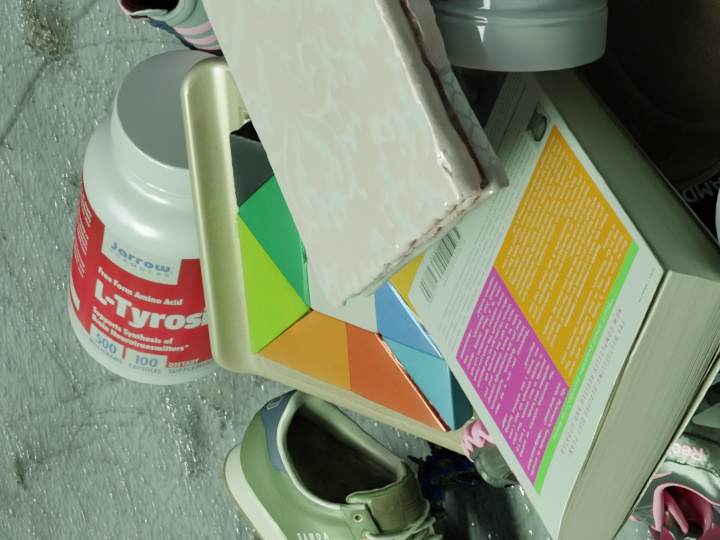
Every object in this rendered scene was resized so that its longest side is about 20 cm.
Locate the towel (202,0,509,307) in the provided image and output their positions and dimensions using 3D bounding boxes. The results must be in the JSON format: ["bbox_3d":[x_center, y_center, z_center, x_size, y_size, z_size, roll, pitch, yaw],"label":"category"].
[{"bbox_3d":[-0.010,-0.095,1.275,0.192,0.032,0.200,67,158,6],"label":"towel"}]

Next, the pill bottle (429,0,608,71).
[{"bbox_3d":[0.067,-0.191,1.209,0.112,0.111,0.202,24,119,53],"label":"pill bottle"}]

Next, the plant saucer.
[{"bbox_3d":[0.134,-0.136,1.259,0.200,0.036,0.202,23,118,55],"label":"plant saucer"}]

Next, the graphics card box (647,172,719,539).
[{"bbox_3d":[0.163,0.063,1.321,0.201,0.051,0.125,66,151,12],"label":"graphics card box"}]

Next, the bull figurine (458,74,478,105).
[{"bbox_3d":[-0.003,-0.120,1.427,0.065,0.121,0.201,38,137,44],"label":"bull figurine"}]

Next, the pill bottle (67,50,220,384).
[{"bbox_3d":[-0.107,-0.031,1.644,0.113,0.112,0.201,56,154,26],"label":"pill bottle"}]

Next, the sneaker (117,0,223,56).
[{"bbox_3d":[-0.097,-0.156,1.572,0.200,0.082,0.071,104,145,-70],"label":"sneaker"}]

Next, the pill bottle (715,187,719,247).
[{"bbox_3d":[0.224,-0.060,1.078,0.120,0.119,0.200,58,148,22],"label":"pill bottle"}]

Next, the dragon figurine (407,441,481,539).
[{"bbox_3d":[0.009,0.151,1.620,0.200,0.059,0.100,-13,92,56],"label":"dragon figurine"}]

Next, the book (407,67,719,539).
[{"bbox_3d":[0.085,0.010,1.232,0.134,0.048,0.200,-65,28,23],"label":"book"}]

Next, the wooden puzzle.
[{"bbox_3d":[0.000,0.000,1.405,0.199,0.037,0.186,16,127,30],"label":"wooden puzzle"}]

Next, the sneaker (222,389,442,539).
[{"bbox_3d":[0.009,0.144,1.511,0.200,0.067,0.090,48,140,15],"label":"sneaker"}]

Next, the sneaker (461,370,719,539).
[{"bbox_3d":[0.117,0.084,1.297,0.096,0.079,0.200,60,152,-2],"label":"sneaker"}]
